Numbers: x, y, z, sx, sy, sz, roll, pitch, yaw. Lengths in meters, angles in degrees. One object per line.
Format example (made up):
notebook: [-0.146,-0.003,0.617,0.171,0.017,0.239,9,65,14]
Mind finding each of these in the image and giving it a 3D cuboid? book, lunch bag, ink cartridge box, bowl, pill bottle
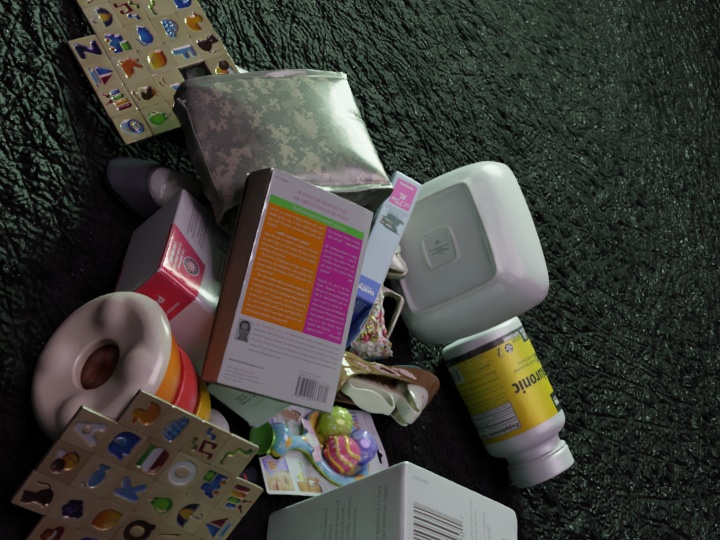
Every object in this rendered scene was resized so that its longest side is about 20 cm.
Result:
book: [-0.063,0.021,1.034,0.133,0.048,0.201,21,76,-35]
lunch bag: [-0.091,-0.117,1.148,0.199,0.118,0.164,-3,59,-35]
ink cartridge box: [0.000,0.000,1.196,0.042,0.119,0.201,26,57,-10]
ink cartridge box: [-0.139,0.039,1.099,0.200,0.084,0.145,42,27,-24]
bowl: [0.111,-0.023,1.348,0.075,0.200,0.200,9,60,-57]
pill bottle: [0.192,0.169,1.406,0.111,0.111,0.201,-22,86,-52]

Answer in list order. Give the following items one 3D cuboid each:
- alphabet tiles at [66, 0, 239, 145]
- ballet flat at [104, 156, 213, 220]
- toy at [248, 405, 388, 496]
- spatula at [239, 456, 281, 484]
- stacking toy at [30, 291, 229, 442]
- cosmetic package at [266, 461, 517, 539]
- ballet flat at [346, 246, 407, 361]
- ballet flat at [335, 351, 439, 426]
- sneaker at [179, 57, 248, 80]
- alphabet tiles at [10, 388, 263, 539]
alphabet tiles: [-0.229,-0.241,1.198,0.167,0.008,0.200,-24,76,-32]
ballet flat: [-0.173,-0.064,1.160,0.200,0.073,0.073,39,43,-27]
toy: [-0.030,0.183,1.176,0.200,0.047,0.115,13,47,-43]
spatula: [-0.134,0.212,1.078,0.200,0.021,0.057,-11,75,-52]
stacking toy: [-0.189,0.124,1.014,0.200,0.146,0.147,49,36,-48]
cosmetic package: [0.027,0.308,1.060,0.165,0.200,0.165,29,48,-34]
ballet flat: [0.022,0.019,1.314,0.064,0.076,0.201,10,71,-2]
ballet flat: [0.027,0.140,1.257,0.200,0.068,0.072,23,21,-41]
sneaker: [-0.131,-0.194,1.303,0.200,0.075,0.100,31,22,-29]
alphabet tiles: [-0.184,0.190,0.938,0.200,0.167,0.006,33,8,-36]
